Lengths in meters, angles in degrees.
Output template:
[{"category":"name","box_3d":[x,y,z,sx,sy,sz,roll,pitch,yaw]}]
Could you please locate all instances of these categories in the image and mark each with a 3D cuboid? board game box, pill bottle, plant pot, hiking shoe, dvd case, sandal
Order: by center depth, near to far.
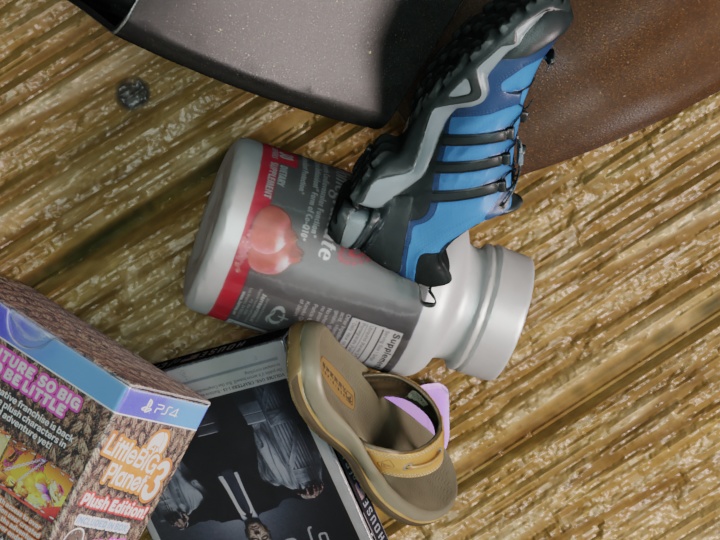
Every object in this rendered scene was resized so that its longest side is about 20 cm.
[{"category":"hiking shoe","box_3d":[0.067,-0.077,1.351,0.087,0.075,0.200,34,116,-12]},{"category":"plant pot","box_3d":[-0.039,-0.194,1.384,0.177,0.199,0.201,29,93,-22]},{"category":"board game box","box_3d":[-0.214,0.123,1.405,0.159,0.097,0.201,31,94,27]},{"category":"plant pot","box_3d":[0.117,-0.144,1.421,0.200,0.187,0.187,-37,101,14]},{"category":"sandal","box_3d":[0.018,0.091,1.423,0.054,0.081,0.200,-19,140,19]},{"category":"pill bottle","box_3d":[0.000,0.000,1.446,0.199,0.111,0.111,18,95,-10]},{"category":"dvd case","box_3d":[-0.067,0.142,1.455,0.150,0.025,0.201,-16,107,27]}]

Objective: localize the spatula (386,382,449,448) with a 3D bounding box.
[{"category":"spatula","box_3d":[-0.040,0.106,1.500,0.199,0.021,0.057,-4,103,-6]}]
